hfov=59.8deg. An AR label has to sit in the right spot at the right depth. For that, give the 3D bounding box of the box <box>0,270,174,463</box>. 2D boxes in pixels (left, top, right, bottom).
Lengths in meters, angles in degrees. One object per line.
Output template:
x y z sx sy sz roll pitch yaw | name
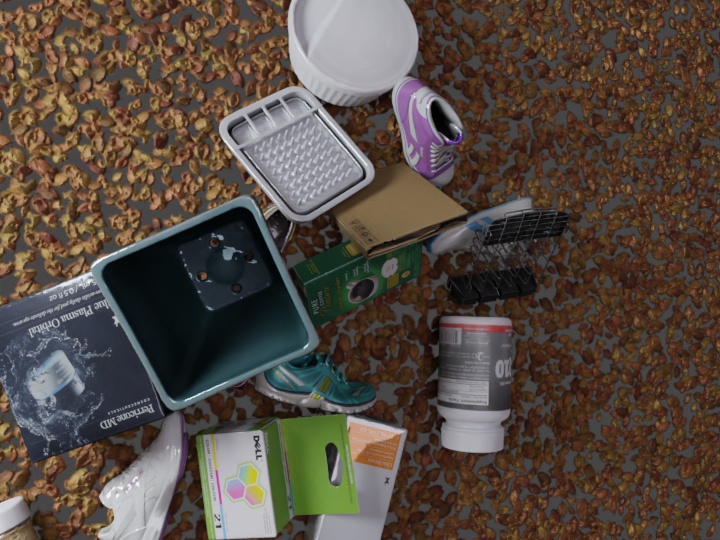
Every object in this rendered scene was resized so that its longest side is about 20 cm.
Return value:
-0.343 0.111 0.810 0.196 0.117 0.201 -20 92 10 | box

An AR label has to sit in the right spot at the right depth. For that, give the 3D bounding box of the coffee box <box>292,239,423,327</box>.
0.000 0.000 0.941 0.199 0.123 0.044 -27 57 -14 | coffee box

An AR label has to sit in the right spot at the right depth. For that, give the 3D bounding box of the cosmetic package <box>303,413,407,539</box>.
-0.008 0.321 0.942 0.101 0.071 0.201 16 83 -13 | cosmetic package

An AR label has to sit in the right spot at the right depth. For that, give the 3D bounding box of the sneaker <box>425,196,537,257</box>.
0.202 -0.057 1.022 0.199 0.076 0.081 -19 93 -13 | sneaker

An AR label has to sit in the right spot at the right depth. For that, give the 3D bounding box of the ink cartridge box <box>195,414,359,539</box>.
-0.114 0.283 0.870 0.199 0.076 0.149 -9 89 15 | ink cartridge box

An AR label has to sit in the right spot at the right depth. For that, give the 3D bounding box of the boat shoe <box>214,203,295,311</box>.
-0.160 -0.014 0.930 0.072 0.059 0.201 34 79 -11 | boat shoe

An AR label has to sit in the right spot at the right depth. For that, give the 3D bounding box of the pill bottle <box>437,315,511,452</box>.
0.178 0.173 0.979 0.113 0.114 0.201 3 86 -15 | pill bottle

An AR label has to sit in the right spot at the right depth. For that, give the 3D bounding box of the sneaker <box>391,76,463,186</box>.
0.116 -0.188 0.949 0.073 0.114 0.201 -40 135 -6 | sneaker

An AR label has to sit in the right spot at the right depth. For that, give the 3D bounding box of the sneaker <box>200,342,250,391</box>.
-0.200 0.136 0.909 0.199 0.079 0.096 -11 101 -14 | sneaker

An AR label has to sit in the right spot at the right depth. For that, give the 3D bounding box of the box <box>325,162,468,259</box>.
0.040 -0.096 0.929 0.163 0.200 0.021 -20 126 -16 | box

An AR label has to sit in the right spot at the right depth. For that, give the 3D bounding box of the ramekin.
-0.020 -0.348 0.962 0.201 0.094 0.204 3 79 -17 | ramekin

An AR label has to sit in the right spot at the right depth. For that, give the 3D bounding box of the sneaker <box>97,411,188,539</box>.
-0.299 0.288 0.864 0.099 0.075 0.201 17 82 -14 | sneaker

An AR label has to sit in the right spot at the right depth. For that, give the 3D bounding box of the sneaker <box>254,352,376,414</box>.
-0.056 0.161 0.917 0.199 0.077 0.080 18 88 -32 | sneaker

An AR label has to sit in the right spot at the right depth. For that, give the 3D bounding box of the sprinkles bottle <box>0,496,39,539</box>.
-0.441 0.404 0.824 0.068 0.068 0.201 -22 93 -15 | sprinkles bottle

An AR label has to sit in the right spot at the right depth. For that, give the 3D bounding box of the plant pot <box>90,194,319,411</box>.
-0.179 0.017 0.795 0.195 0.200 0.197 -23 105 0 | plant pot

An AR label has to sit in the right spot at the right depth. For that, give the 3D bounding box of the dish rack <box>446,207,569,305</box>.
0.229 -0.026 0.969 0.152 0.201 0.055 -9 49 -16 | dish rack

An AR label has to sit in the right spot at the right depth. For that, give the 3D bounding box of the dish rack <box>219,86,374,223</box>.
-0.095 -0.168 0.933 0.171 0.044 0.200 -35 79 -30 | dish rack
